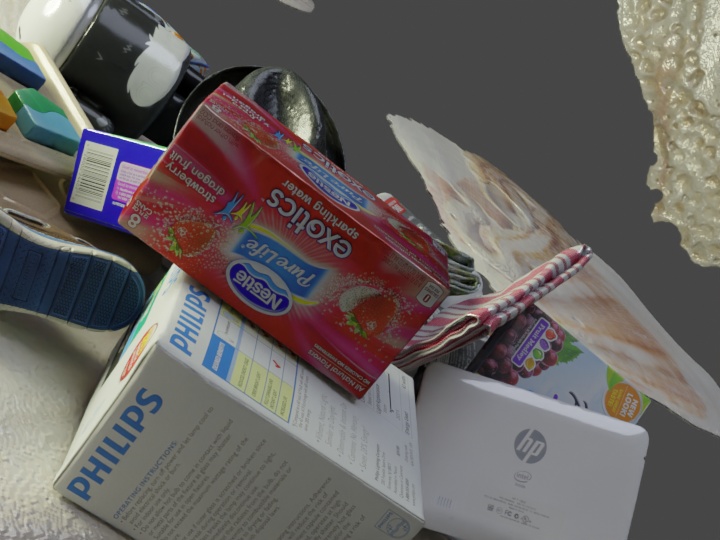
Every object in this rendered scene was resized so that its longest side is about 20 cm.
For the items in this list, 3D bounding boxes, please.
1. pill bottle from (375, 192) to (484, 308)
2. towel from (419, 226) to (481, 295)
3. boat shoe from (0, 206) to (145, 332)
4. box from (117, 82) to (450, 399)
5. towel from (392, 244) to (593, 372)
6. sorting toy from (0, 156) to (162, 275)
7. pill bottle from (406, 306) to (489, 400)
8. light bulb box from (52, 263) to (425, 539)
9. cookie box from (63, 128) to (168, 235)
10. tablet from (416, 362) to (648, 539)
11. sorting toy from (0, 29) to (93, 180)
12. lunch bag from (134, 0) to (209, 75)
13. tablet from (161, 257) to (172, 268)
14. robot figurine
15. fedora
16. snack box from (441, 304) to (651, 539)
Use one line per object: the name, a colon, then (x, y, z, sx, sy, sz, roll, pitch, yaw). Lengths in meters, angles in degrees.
pill bottle: (0.063, 0.018, 1.353, 0.200, 0.116, 0.116, 42, 16, 7)
towel: (0.000, 0.000, 1.174, 0.171, 0.199, 0.048, 25, 64, -62)
boat shoe: (-0.250, -0.009, 0.836, 0.199, 0.073, 0.072, 25, 0, -23)
box: (-0.046, -0.021, 0.804, 0.200, 0.100, 0.096, 37, 16, -8)
towel: (0.097, 0.033, 1.020, 0.200, 0.146, 0.030, -28, 90, -50)
sorting toy: (-0.275, -0.076, 1.011, 0.200, 0.036, 0.185, 53, 21, 24)
pill bottle: (0.040, 0.081, 1.141, 0.200, 0.117, 0.117, 23, 23, -44)
light bulb box: (-0.073, 0.105, 0.813, 0.200, 0.125, 0.198, 35, 17, -12)
cookie box: (-0.111, -0.049, 1.004, 0.171, 0.076, 0.200, 17, 1, 33)
tablet: (0.132, 0.164, 0.993, 0.199, 0.131, 0.014, 18, -12, -8)
sorting toy: (-0.305, -0.157, 0.981, 0.200, 0.036, 0.185, 14, 36, -54)
lunch bag: (-0.278, -0.264, 1.415, 0.160, 0.076, 0.200, 42, 17, 16)
tablet: (-0.166, -0.038, 1.177, 0.130, 0.014, 0.200, 36, 18, -14)
robot figurine: (-0.255, -0.211, 1.244, 0.200, 0.125, 0.150, 34, 10, -20)
fedora: (-0.090, -0.126, 1.194, 0.200, 0.201, 0.092, 40, -27, -1)
snack box: (0.134, 0.148, 1.038, 0.142, 0.200, 0.053, 39, -15, -4)
